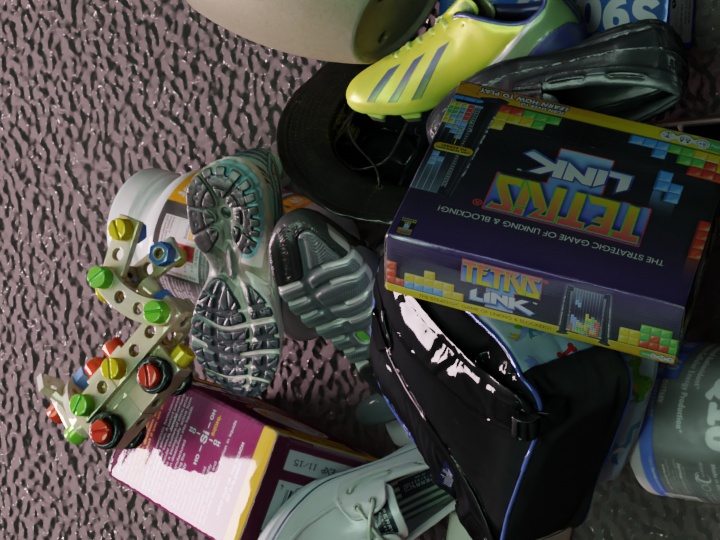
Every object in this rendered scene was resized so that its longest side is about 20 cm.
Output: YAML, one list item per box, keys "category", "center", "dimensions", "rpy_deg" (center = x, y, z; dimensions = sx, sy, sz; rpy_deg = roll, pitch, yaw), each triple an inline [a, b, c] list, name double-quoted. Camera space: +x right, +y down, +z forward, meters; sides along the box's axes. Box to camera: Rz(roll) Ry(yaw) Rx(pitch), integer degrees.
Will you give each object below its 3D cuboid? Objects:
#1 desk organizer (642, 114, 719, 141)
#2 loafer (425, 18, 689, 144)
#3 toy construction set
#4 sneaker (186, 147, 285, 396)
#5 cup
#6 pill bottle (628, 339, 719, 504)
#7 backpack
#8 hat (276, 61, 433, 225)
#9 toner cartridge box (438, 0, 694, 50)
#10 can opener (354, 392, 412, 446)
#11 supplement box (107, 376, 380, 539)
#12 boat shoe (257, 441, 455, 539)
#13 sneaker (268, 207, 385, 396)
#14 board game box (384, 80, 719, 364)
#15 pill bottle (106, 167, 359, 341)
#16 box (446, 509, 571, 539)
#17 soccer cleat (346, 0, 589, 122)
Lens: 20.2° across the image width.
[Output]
- category: "desk organizer"
  center: [0.221, -0.074, 1.454]
  dimensions: [0.199, 0.077, 0.072]
  rpy_deg: [-3, 93, 36]
- category: "loafer"
  center: [0.136, -0.116, 1.427]
  dimensions: [0.199, 0.068, 0.071]
  rpy_deg: [-18, 44, 23]
- category: "toy construction set"
  center: [-0.198, 0.067, 1.626]
  dimensions: [0.131, 0.092, 0.200]
  rpy_deg: [48, 121, 22]
- category: "sneaker"
  center: [-0.079, 0.001, 1.548]
  dimensions: [0.077, 0.086, 0.201]
  rpy_deg: [13, 119, 22]
- category: "cup"
  center: [-0.019, -0.240, 1.539]
  dimensions: [0.143, 0.200, 0.201]
  rpy_deg: [40, 116, 23]
- category: "pill bottle"
  center: [0.295, 0.112, 1.398]
  dimensions: [0.199, 0.113, 0.115]
  rpy_deg: [4, 98, 36]
- category: "backpack"
  center: [0.101, 0.069, 1.404]
  dimensions: [0.200, 0.146, 0.184]
  rpy_deg: [50, 144, 36]
- category: "hat"
  center: [0.038, -0.089, 1.574]
  dimensions: [0.200, 0.201, 0.081]
  rpy_deg: [33, 153, 29]
- category: "toner cartridge box"
  center: [0.153, -0.218, 1.510]
  dimensions: [0.199, 0.043, 0.096]
  rpy_deg: [8, 99, 36]
- category: "can opener"
  center: [0.082, 0.109, 1.581]
  dimensions: [0.199, 0.067, 0.054]
  rpy_deg: [-9, 90, 43]
- category: "supplement box"
  center: [-0.091, 0.162, 1.635]
  dimensions: [0.199, 0.130, 0.104]
  rpy_deg: [21, 91, 50]
- category: "boat shoe"
  center: [0.010, 0.181, 1.537]
  dimensions: [0.067, 0.199, 0.074]
  rpy_deg: [3, 122, 60]
- category: "sneaker"
  center: [0.000, 0.000, 1.550]
  dimensions: [0.075, 0.116, 0.200]
  rpy_deg: [-15, 130, 27]
- category: "board game box"
  center: [0.134, -0.036, 1.336]
  dimensions: [0.198, 0.166, 0.057]
  rpy_deg: [14, 135, 13]
- category: "pill bottle"
  center: [-0.107, -0.019, 1.677]
  dimensions: [0.199, 0.116, 0.117]
  rpy_deg: [17, 105, 33]
- category: "box"
  center: [0.102, 0.287, 1.586]
  dimensions: [0.082, 0.068, 0.202]
  rpy_deg: [19, 106, 33]
- category: "soccer cleat"
  center: [0.073, -0.166, 1.495]
  dimensions: [0.199, 0.065, 0.084]
  rpy_deg: [-12, 120, 28]
